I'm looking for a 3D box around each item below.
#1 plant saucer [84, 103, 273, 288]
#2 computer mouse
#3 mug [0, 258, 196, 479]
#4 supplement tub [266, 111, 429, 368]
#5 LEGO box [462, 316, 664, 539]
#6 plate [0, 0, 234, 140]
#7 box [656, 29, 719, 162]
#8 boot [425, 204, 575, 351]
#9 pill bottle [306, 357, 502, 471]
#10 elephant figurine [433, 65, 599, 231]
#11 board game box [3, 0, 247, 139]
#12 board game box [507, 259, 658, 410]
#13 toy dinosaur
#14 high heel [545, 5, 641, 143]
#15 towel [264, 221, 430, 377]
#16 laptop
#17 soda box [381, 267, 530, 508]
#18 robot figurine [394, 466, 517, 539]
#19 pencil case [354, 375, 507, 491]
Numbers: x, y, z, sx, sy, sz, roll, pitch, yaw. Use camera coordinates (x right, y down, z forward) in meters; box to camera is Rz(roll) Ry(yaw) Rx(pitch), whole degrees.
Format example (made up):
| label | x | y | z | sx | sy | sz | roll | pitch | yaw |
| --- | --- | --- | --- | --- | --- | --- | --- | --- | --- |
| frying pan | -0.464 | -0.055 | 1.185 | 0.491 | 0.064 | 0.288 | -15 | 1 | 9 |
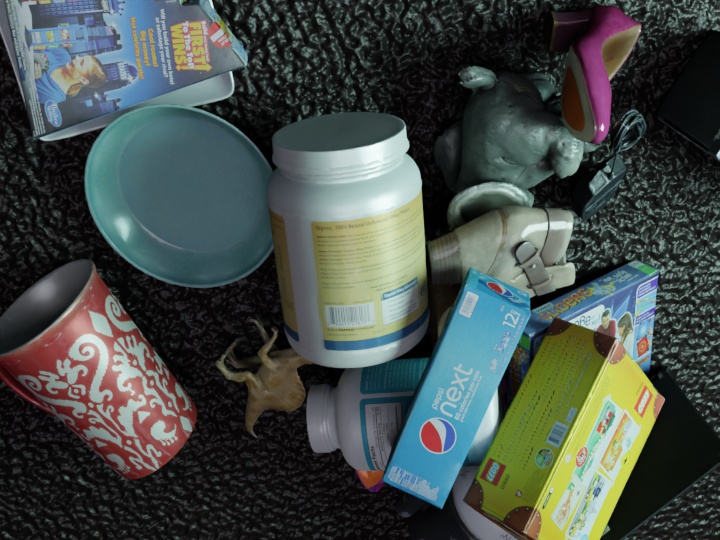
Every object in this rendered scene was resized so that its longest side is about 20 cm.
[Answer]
| label | x | y | z | sx | sy | sz | roll | pitch | yaw |
| --- | --- | --- | --- | --- | --- | --- | --- | --- | --- |
| plant saucer | -0.170 | -0.076 | 0.883 | 0.195 | 0.036 | 0.204 | 3 | 125 | 4 |
| computer mouse | 0.236 | -0.105 | 0.875 | 0.058 | 0.201 | 0.034 | -38 | 72 | -11 |
| mug | -0.279 | 0.106 | 0.945 | 0.134 | 0.176 | 0.201 | -48 | 121 | -24 |
| supplement tub | -0.011 | -0.030 | 0.831 | 0.141 | 0.145 | 0.204 | -7 | 114 | -3 |
| LEGO box | 0.205 | 0.174 | 0.886 | 0.149 | 0.076 | 0.202 | 42 | 74 | -44 |
| plate | -0.232 | -0.238 | 0.824 | 0.195 | 0.032 | 0.203 | -13 | 114 | 0 |
| box | 0.417 | -0.130 | 0.882 | 0.197 | 0.149 | 0.105 | 27 | 110 | -18 |
| boot | 0.137 | 0.015 | 0.889 | 0.143 | 0.071 | 0.202 | -10 | 146 | -3 |
| pill bottle | 0.046 | 0.147 | 0.928 | 0.195 | 0.111 | 0.113 | -4 | 116 | 11 |
| elephant figurine | 0.133 | -0.087 | 0.890 | 0.155 | 0.141 | 0.201 | 40 | 124 | 8 |
| board game box | -0.201 | -0.228 | 0.781 | 0.195 | 0.062 | 0.204 | -5 | 115 | -5 |
| board game box | 0.241 | 0.085 | 0.971 | 0.197 | 0.034 | 0.138 | -21 | 122 | -29 |
| toy dinosaur | -0.108 | 0.119 | 0.970 | 0.101 | 0.058 | 0.201 | 40 | 125 | -1 |
| high heel | 0.227 | -0.182 | 0.811 | 0.094 | 0.203 | 0.068 | 2 | 137 | 0 |
| towel | 0.000 | 0.000 | 0.954 | 0.145 | 0.050 | 0.203 | -26 | 115 | -1 |
| laptop | 0.297 | 0.201 | 0.983 | 0.177 | 0.199 | 0.104 | -42 | 73 | 13 |
| soda box | 0.086 | 0.106 | 0.818 | 0.063 | 0.068 | 0.203 | 23 | 106 | 4 |
| robot figurine | 0.130 | 0.275 | 1.032 | 0.126 | 0.149 | 0.201 | 54 | 138 | 15 |
| pencil case | 0.077 | 0.172 | 1.019 | 0.197 | 0.089 | 0.089 | -28 | 115 | 7 |
